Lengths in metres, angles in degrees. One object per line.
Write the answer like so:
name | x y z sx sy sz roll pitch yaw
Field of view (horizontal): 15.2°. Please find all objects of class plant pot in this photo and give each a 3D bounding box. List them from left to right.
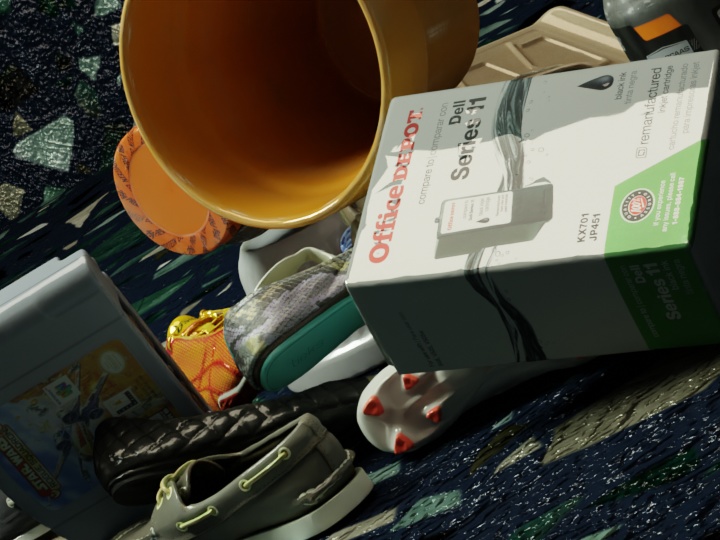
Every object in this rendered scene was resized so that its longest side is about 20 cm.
plant pot | -0.021 -0.146 1.724 0.200 0.201 0.183 -24 2 36

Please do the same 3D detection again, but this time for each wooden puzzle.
wooden puzzle | 0.147 -0.112 1.903 0.185 0.047 0.200 24 38 33

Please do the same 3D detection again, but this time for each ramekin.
ramekin | 0.008 -0.011 1.898 0.200 0.105 0.200 -31 10 6

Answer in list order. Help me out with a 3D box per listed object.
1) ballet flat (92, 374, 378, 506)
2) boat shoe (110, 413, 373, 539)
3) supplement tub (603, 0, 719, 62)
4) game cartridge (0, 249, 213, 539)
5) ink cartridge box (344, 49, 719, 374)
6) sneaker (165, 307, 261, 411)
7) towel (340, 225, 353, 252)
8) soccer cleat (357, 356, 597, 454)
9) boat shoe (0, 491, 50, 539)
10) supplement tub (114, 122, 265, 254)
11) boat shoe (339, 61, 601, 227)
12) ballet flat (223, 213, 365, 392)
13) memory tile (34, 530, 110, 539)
ballet flat | -0.065 0.090 1.636 0.199 0.057 0.067 -14 -30 -6
boat shoe | -0.080 0.135 1.581 0.201 0.060 0.072 -23 14 40
supplement tub | 0.219 -0.127 1.543 0.122 0.201 0.123 -31 9 6
game cartridge | -0.174 0.087 1.663 0.133 0.200 0.042 -34 40 2
ink cartridge box | 0.104 -0.030 1.466 0.199 0.083 0.147 -8 47 25
sneaker | -0.092 0.056 1.745 0.073 0.077 0.200 -37 -3 -35
towel | 0.079 -0.059 1.703 0.146 0.024 0.200 -12 -17 -24
soccer cleat | 0.083 0.038 1.554 0.199 0.069 0.078 -32 6 17
boat shoe | -0.213 0.145 1.836 0.200 0.061 0.074 -23 13 42
supplement tub | -0.074 -0.099 1.870 0.122 0.123 0.200 -23 14 42
boat shoe | 0.074 -0.085 1.780 0.199 0.072 0.065 -23 -12 2
ballet flat | 0.000 0.000 1.650 0.200 0.072 0.072 -29 9 -21
memory tile | -0.143 0.154 1.806 0.153 0.017 0.200 -37 11 -28
